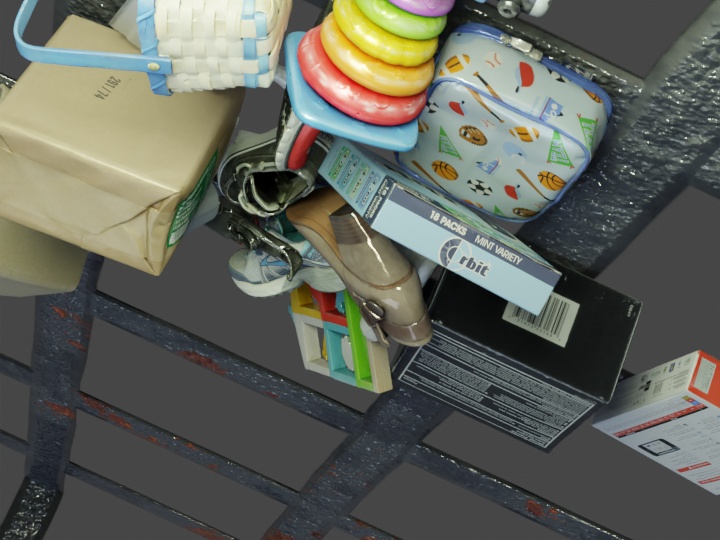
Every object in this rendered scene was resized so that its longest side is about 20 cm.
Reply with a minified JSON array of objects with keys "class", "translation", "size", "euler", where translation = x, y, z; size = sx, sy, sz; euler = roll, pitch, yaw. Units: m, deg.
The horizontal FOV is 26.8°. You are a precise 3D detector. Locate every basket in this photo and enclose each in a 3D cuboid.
[{"class":"basket","translation":[-0.150,-0.220,1.157],"size":[0.197,0.178,0.140],"euler":[12,152,2]}]

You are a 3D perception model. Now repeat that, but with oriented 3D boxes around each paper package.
[{"class":"paper package","translation":[-0.223,-0.119,1.376],"size":[0.189,0.201,0.104],"euler":[20,129,1]}]

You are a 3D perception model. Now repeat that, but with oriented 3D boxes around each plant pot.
[{"class":"plant pot","translation":[-0.405,-0.067,1.701],"size":[0.176,0.202,0.199],"euler":[28,158,-38]}]

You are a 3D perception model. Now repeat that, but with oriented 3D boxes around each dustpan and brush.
[{"class":"dustpan and brush","translation":[-0.119,-0.192,1.350],"size":[0.199,0.058,0.139],"euler":[37,165,-14]}]

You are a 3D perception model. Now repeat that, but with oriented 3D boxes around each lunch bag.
[{"class":"lunch bag","translation":[0.111,-0.122,1.249],"size":[0.159,0.076,0.200],"euler":[27,157,-3]}]

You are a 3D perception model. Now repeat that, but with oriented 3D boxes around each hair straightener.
[{"class":"hair straightener","translation":[-0.126,-0.039,1.523],"size":[0.077,0.041,0.200],"euler":[26,-172,-42]}]

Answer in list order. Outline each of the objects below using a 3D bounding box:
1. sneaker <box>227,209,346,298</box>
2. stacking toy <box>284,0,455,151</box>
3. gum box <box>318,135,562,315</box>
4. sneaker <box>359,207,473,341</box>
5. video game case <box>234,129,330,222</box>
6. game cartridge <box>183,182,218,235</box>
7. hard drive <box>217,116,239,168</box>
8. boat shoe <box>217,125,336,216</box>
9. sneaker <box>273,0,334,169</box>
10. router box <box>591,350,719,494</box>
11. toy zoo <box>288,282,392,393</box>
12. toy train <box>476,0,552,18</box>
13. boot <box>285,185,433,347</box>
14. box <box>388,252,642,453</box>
[{"class":"sneaker","translation":[-0.074,-0.029,1.586],"size":[0.199,0.078,0.087],"euler":[-7,125,45]},{"class":"stacking toy","translation":[0.027,-0.197,1.122],"size":[0.109,0.117,0.201],"euler":[12,130,-21]},{"class":"gum box","translation":[0.063,-0.043,1.306],"size":[0.169,0.045,0.200],"euler":[28,-173,-21]},{"class":"sneaker","translation":[0.033,-0.016,1.497],"size":[0.084,0.073,0.201],"euler":[28,128,-4]},{"class":"video game case","translation":[-0.044,-0.068,1.565],"size":[0.142,0.018,0.201],"euler":[16,155,18]},{"class":"game cartridge","translation":[-0.239,-0.097,1.456],"size":[0.199,0.133,0.042],"euler":[35,136,22]},{"class":"hard drive","translation":[-0.204,-0.138,1.558],"size":[0.131,0.026,0.200],"euler":[26,155,-6]},{"class":"boat shoe","translation":[-0.093,-0.090,1.464],"size":[0.070,0.064,0.199],"euler":[32,155,-18]},{"class":"sneaker","translation":[-0.020,-0.144,1.296],"size":[0.084,0.078,0.200],"euler":[17,145,-13]},{"class":"router box","translation":[0.375,0.169,1.633],"size":[0.178,0.049,0.200],"euler":[29,155,-12]},{"class":"toy zoo","translation":[-0.031,0.054,1.657],"size":[0.020,0.133,0.199],"euler":[-14,-167,-28]},{"class":"toy train","translation":[0.063,-0.238,0.999],"size":[0.198,0.115,0.087],"euler":[25,157,-3]},{"class":"boot","translation":[0.000,0.000,1.433],"size":[0.147,0.070,0.200],"euler":[63,169,-17]},{"class":"box","translation":[0.151,0.072,1.544],"size":[0.198,0.124,0.199],"euler":[25,156,-1]}]
